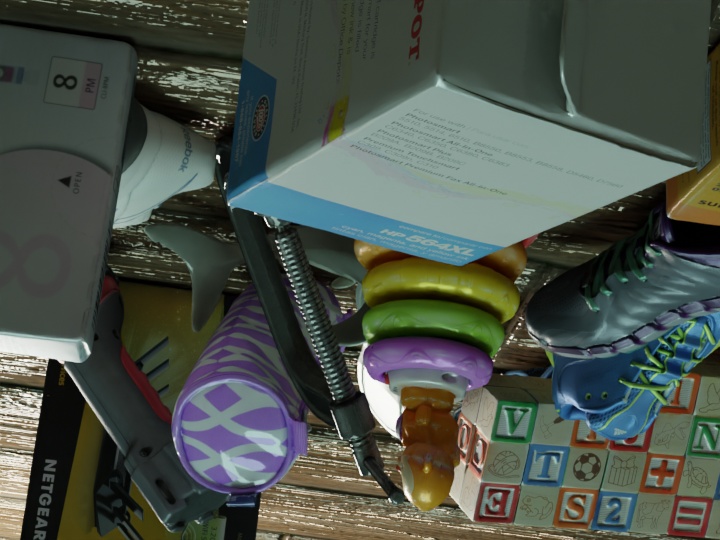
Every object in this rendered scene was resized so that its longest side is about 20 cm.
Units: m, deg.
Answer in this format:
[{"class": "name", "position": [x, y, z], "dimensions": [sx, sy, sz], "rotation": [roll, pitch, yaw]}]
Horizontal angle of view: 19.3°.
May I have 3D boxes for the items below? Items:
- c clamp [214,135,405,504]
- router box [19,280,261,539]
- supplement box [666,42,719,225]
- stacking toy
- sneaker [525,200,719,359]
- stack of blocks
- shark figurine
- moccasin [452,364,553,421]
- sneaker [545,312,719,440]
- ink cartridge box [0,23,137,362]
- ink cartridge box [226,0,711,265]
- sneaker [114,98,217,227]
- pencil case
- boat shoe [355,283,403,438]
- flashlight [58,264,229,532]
[{"class": "c clamp", "position": [-0.030, 0.019, 1.154], "dimensions": [0.027, 0.201, 0.171], "rotation": [-23, -171, -12]}, {"class": "router box", "position": [-0.141, 0.112, 1.449], "dimensions": [0.157, 0.201, 0.052], "rotation": [7, 163, -4]}, {"class": "supplement box", "position": [0.200, -0.080, 0.961], "dimensions": [0.066, 0.069, 0.200], "rotation": [7, 160, -9]}, {"class": "stacking toy", "position": [0.040, 0.030, 1.133], "dimensions": [0.109, 0.201, 0.116], "rotation": [7, 163, -2]}, {"class": "sneaker", "position": [0.167, -0.010, 1.205], "dimensions": [0.200, 0.075, 0.088], "rotation": [-18, 137, 33]}, {"class": "stack of blocks", "position": [0.168, 0.111, 1.422], "dimensions": [0.199, 0.116, 0.059], "rotation": [5, -166, -18]}, {"class": "shark figurine", "position": [-0.009, -0.014, 1.262], "dimensions": [0.214, 0.128, 0.090], "rotation": [18, 142, 24]}, {"class": "moccasin", "position": [0.125, 0.110, 1.536], "dimensions": [0.068, 0.081, 0.200], "rotation": [1, 164, -20]}, {"class": "sneaker", "position": [0.190, 0.051, 1.298], "dimensions": [0.076, 0.105, 0.200], "rotation": [18, 159, -32]}, {"class": "ink cartridge box", "position": [-0.221, -0.046, 1.054], "dimensions": [0.199, 0.163, 0.057], "rotation": [9, 160, -6]}, {"class": "ink cartridge box", "position": [0.049, -0.095, 0.865], "dimensions": [0.125, 0.129, 0.200], "rotation": [16, 160, -27]}, {"class": "sneaker", "position": [-0.163, -0.044, 1.196], "dimensions": [0.087, 0.075, 0.200], "rotation": [17, 161, -42]}, {"class": "pencil case", "position": [-0.059, 0.067, 1.328], "dimensions": [0.085, 0.084, 0.200], "rotation": [-8, -160, 11]}, {"class": "boat shoe", "position": [0.041, 0.041, 1.393], "dimensions": [0.074, 0.060, 0.200], "rotation": [45, 156, 25]}, {"class": "flashlight", "position": [-0.147, 0.073, 1.353], "dimensions": [0.068, 0.200, 0.068], "rotation": [-37, 157, -5]}]
